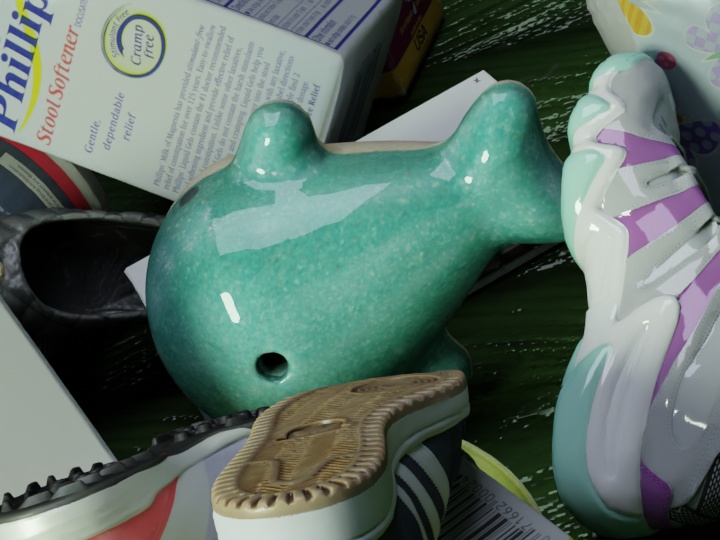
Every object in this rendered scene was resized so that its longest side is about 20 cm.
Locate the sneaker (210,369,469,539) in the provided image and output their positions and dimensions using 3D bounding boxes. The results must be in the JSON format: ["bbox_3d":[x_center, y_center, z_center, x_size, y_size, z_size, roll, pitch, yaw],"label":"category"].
[{"bbox_3d":[0.002,0.100,0.702,0.070,0.109,0.200,-10,7,13],"label":"sneaker"}]

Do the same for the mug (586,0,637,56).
[{"bbox_3d":[0.183,-0.188,1.071,0.147,0.177,0.200,0,5,25],"label":"mug"}]

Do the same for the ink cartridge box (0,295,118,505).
[{"bbox_3d":[-0.179,0.069,0.877,0.084,0.145,0.200,-38,10,-20],"label":"ink cartridge box"}]

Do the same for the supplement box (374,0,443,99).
[{"bbox_3d":[-0.051,-0.196,1.228,0.130,0.201,0.103,-10,31,26],"label":"supplement box"}]

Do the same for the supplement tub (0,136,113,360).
[{"bbox_3d":[-0.226,0.019,1.078,0.139,0.141,0.200,-1,37,36],"label":"supplement tub"}]

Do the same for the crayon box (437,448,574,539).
[{"bbox_3d":[-0.001,0.158,0.717,0.199,0.051,0.127,-33,40,-20],"label":"crayon box"}]

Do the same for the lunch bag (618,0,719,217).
[{"bbox_3d":[0.218,-0.119,0.930,0.126,0.170,0.200,5,40,39],"label":"lunch bag"}]

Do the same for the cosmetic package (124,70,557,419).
[{"bbox_3d":[-0.004,-0.008,1.012,0.199,0.083,0.051,-30,29,-6],"label":"cosmetic package"}]

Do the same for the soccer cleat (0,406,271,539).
[{"bbox_3d":[-0.057,0.096,0.789,0.068,0.074,0.200,-15,1,34],"label":"soccer cleat"}]

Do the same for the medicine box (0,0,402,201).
[{"bbox_3d":[-0.095,-0.119,1.103,0.199,0.104,0.182,20,21,4],"label":"medicine box"}]

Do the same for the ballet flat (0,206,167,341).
[{"bbox_3d":[-0.113,-0.004,1.032,0.198,0.067,0.057,-3,-13,-24],"label":"ballet flat"}]

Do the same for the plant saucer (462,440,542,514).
[{"bbox_3d":[-0.020,0.138,0.818,0.198,0.031,0.201,-11,37,8],"label":"plant saucer"}]

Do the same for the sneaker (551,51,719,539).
[{"bbox_3d":[0.152,0.005,0.832,0.139,0.078,0.202,-5,73,24],"label":"sneaker"}]

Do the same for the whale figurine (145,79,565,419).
[{"bbox_3d":[0.000,0.000,0.901,0.199,0.160,0.104,-25,22,20],"label":"whale figurine"}]
